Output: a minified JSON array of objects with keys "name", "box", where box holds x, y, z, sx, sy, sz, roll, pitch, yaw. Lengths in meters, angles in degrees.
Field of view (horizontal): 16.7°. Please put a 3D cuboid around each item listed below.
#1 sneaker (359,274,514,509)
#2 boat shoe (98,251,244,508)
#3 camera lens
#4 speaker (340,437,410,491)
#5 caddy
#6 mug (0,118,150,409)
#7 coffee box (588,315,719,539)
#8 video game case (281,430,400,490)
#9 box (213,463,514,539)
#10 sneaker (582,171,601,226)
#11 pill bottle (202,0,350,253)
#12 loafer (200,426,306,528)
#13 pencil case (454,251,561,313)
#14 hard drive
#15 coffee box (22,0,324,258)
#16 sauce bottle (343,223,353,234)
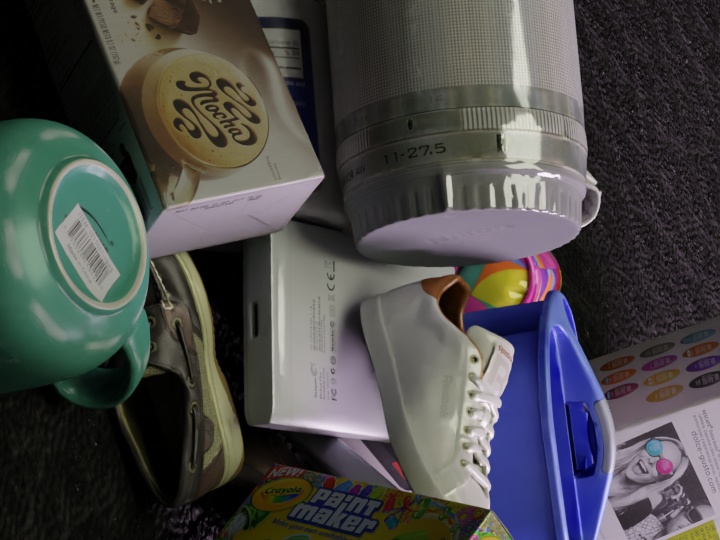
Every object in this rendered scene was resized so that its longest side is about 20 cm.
[{"name":"sneaker","box":[0.061,0.085,1.532,0.073,0.085,0.200,48,21,-55]},{"name":"boat shoe","box":[-0.129,0.051,1.513,0.065,0.073,0.200,-41,112,-57]},{"name":"camera lens","box":[0.061,-0.116,1.569,0.160,0.160,0.200,15,67,-54]},{"name":"speaker","box":[0.007,0.087,1.704,0.200,0.081,0.081,52,40,-34]},{"name":"caddy","box":[0.119,0.112,1.650,0.141,0.105,0.200,-58,142,-66]},{"name":"mug","box":[-0.183,-0.007,1.411,0.185,0.114,0.152,14,67,-54]},{"name":"coffee box","box":[0.276,0.165,1.928,0.200,0.197,0.200,-75,145,-74]},{"name":"video game case","box":[0.034,0.177,1.635,0.023,0.200,0.182,-44,125,-8]},{"name":"box","box":[-0.014,0.236,1.456,0.193,0.200,0.122,-51,124,-26]},{"name":"sneaker","box":[0.124,-0.053,1.733,0.075,0.099,0.200,-66,167,9]},{"name":"pill bottle","box":[-0.072,-0.121,1.618,0.120,0.120,0.200,14,67,-55]},{"name":"loafer","box":[-0.025,0.174,1.628,0.200,0.073,0.071,52,41,-34]},{"name":"pencil case","box":[0.098,0.007,1.811,0.200,0.088,0.089,9,69,-82]},{"name":"hard drive","box":[-0.004,0.043,1.609,0.200,0.027,0.132,12,74,-51]},{"name":"coffee box","box":[-0.118,-0.117,1.499,0.113,0.080,0.200,-12,70,-30]},{"name":"sauce bottle","box":[0.000,0.000,1.739,0.200,0.066,0.066,57,37,-27]}]
